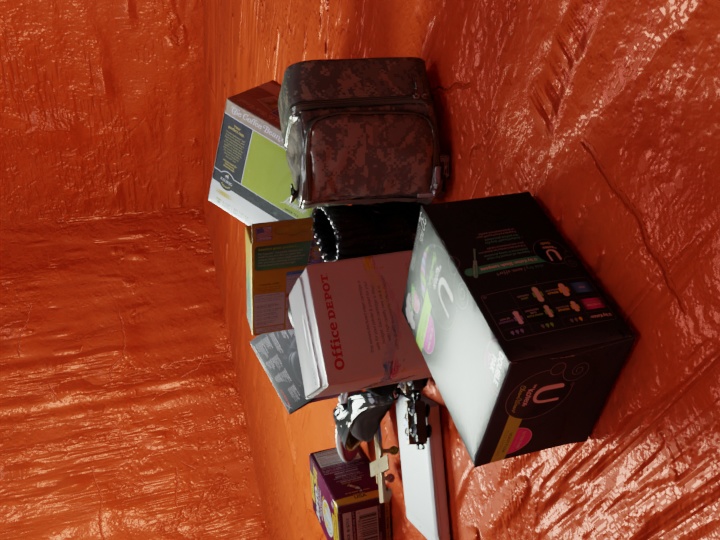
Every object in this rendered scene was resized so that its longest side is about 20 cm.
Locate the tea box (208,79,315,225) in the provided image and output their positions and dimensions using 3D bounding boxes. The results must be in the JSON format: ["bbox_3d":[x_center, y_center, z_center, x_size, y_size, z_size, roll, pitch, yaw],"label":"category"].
[{"bbox_3d":[-0.124,-0.170,1.253,0.198,0.133,0.199,32,128,15],"label":"tea box"}]

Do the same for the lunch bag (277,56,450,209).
[{"bbox_3d":[0.002,-0.161,0.947,0.139,0.196,0.171,131,133,-71],"label":"lunch bag"}]

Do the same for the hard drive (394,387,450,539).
[{"bbox_3d":[0.090,0.285,1.119,0.132,0.026,0.204,-169,73,-72],"label":"hard drive"}]

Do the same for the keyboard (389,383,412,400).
[{"bbox_3d":[0.058,0.123,1.169,0.105,0.039,0.200,-67,25,15],"label":"keyboard"}]

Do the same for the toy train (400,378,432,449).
[{"bbox_3d":[0.072,0.146,1.052,0.046,0.034,0.204,-35,53,57],"label":"toy train"}]

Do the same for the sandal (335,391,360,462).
[{"bbox_3d":[-0.008,0.265,1.386,0.049,0.082,0.206,11,112,26],"label":"sandal"}]

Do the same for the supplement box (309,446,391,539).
[{"bbox_3d":[-0.022,0.432,1.415,0.200,0.101,0.133,-142,46,-68],"label":"supplement box"}]

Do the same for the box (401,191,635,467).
[{"bbox_3d":[0.134,0.049,0.711,0.150,0.122,0.201,97,157,-43],"label":"box"}]

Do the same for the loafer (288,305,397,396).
[{"bbox_3d":[-0.032,0.107,1.075,0.200,0.073,0.072,46,162,-21],"label":"loafer"}]

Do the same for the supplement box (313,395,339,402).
[{"bbox_3d":[-0.083,0.182,1.501,0.200,0.108,0.087,-151,56,-69],"label":"supplement box"}]

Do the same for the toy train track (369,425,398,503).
[{"bbox_3d":[0.041,0.283,1.275,0.115,0.032,0.203,124,143,-66],"label":"toy train track"}]

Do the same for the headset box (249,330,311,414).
[{"bbox_3d":[-0.077,0.134,1.322,0.199,0.077,0.150,-37,81,29],"label":"headset box"}]

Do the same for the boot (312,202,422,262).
[{"bbox_3d":[0.005,-0.068,1.028,0.211,0.155,0.081,-142,47,-66],"label":"boot"}]

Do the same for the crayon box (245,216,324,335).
[{"bbox_3d":[-0.107,-0.004,1.135,0.052,0.124,0.203,-118,26,-49],"label":"crayon box"}]

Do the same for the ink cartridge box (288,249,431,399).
[{"bbox_3d":[0.022,0.068,0.958,0.145,0.197,0.148,133,128,-68],"label":"ink cartridge box"}]

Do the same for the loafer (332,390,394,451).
[{"bbox_3d":[0.010,0.239,1.225,0.200,0.072,0.073,124,139,-63],"label":"loafer"}]
